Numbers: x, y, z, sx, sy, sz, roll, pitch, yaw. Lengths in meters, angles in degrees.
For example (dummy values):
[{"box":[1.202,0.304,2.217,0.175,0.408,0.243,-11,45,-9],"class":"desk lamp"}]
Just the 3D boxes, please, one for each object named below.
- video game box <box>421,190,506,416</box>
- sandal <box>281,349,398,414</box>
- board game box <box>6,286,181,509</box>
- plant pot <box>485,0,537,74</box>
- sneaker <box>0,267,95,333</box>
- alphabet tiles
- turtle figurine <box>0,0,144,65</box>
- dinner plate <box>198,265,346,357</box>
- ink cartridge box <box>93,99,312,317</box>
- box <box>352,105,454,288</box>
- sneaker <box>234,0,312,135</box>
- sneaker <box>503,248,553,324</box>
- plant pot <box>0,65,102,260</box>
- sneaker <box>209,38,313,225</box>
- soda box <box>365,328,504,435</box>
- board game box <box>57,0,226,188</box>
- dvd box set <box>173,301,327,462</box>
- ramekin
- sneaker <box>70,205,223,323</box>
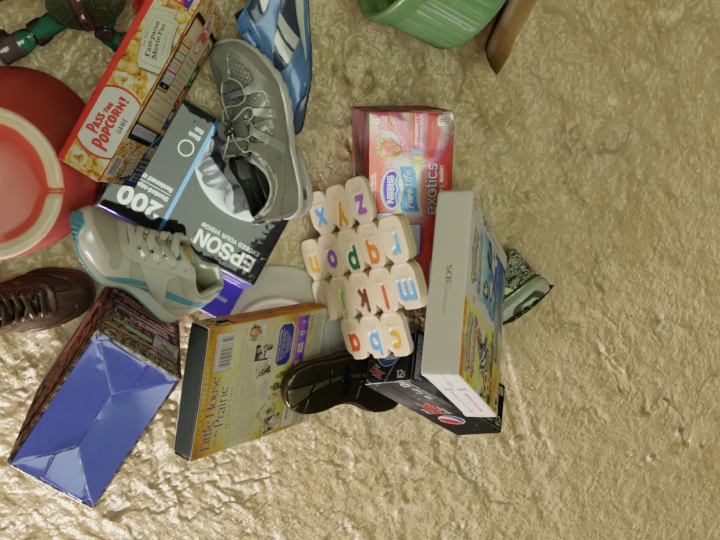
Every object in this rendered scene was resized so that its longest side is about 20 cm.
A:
[{"box":[0.119,0.041,0.959,0.046,0.182,0.203,-2,68,23],"class":"video game box"},{"box":[-0.021,0.131,1.048,0.198,0.054,0.083,-3,103,-41],"class":"sandal"},{"box":[-0.273,0.122,0.925,0.096,0.200,0.160,34,94,-17],"class":"board game box"},{"box":[0.179,-0.310,0.936,0.027,0.200,0.202,25,97,0],"class":"plant pot"},{"box":[-0.389,0.047,0.945,0.197,0.076,0.071,-10,106,-11],"class":"sneaker"},{"box":[0.000,0.000,0.966,0.014,0.199,0.198,-17,93,-36],"class":"alphabet tiles"},{"box":[-0.283,-0.283,0.882,0.197,0.101,0.152,-17,107,-3],"class":"turtle figurine"},{"box":[-0.102,0.095,1.056,0.197,0.024,0.203,-4,105,-14],"class":"dinner plate"},{"box":[-0.185,-0.068,0.976,0.197,0.043,0.202,28,91,-19],"class":"ink cartridge box"},{"box":[0.045,-0.085,1.007,0.101,0.095,0.203,-4,104,-13],"class":"box"},{"box":[-0.093,-0.248,0.949,0.081,0.074,0.203,-5,100,-6],"class":"sneaker"},{"box":[0.137,0.043,1.090,0.199,0.077,0.089,-31,77,-2],"class":"sneaker"},{"box":[-0.357,-0.099,0.863,0.197,0.177,0.203,-3,104,-12],"class":"plant pot"},{"box":[-0.112,-0.144,0.912,0.082,0.074,0.202,-30,101,-47],"class":"sneaker"},{"box":[0.093,0.137,1.042,0.199,0.070,0.064,35,56,-42],"class":"soda box"},{"box":[-0.205,-0.180,0.849,0.046,0.152,0.202,30,91,-4],"class":"board game box"},{"box":[-0.117,0.117,0.965,0.199,0.029,0.148,-8,112,-55],"class":"dvd box set"},{"box":[0.092,-0.332,0.908,0.097,0.200,0.202,23,98,-25],"class":"ramekin"},{"box":[-0.219,-0.016,0.900,0.080,0.077,0.200,-24,149,14],"class":"sneaker"}]
